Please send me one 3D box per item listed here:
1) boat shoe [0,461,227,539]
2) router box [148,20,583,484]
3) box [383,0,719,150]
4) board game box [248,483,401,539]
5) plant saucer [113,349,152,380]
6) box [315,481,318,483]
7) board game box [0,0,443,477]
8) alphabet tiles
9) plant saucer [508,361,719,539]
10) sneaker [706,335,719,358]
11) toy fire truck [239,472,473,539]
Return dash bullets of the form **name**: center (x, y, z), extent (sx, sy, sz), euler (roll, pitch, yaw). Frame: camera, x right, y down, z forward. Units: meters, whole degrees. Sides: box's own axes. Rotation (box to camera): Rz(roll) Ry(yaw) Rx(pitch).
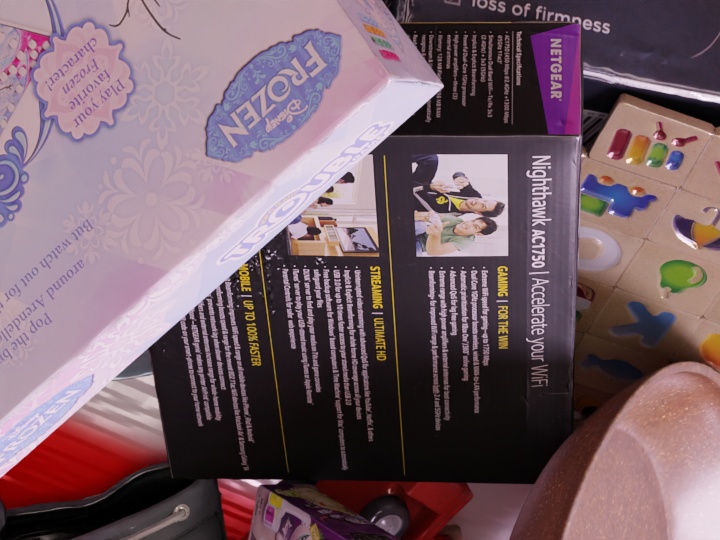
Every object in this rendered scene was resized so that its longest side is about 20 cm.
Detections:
- **boat shoe**: center (-0.147, 0.106, 1.042), extent (0.199, 0.073, 0.062), euler (-2, 113, -14)
- **router box**: center (0.000, 0.000, 0.915), extent (0.148, 0.051, 0.201), euler (1, 143, 4)
- **box**: center (0.107, -0.139, 0.950), extent (0.199, 0.124, 0.198), euler (10, 77, -9)
- **board game box**: center (-0.014, 0.188, 0.946), extent (0.032, 0.120, 0.201), euler (3, 103, -39)
- **plant saucer**: center (-0.102, -0.059, 1.024), extent (0.199, 0.039, 0.202), euler (-2, 105, -7)
- **box**: center (0.047, -0.010, 1.035), extent (0.199, 0.032, 0.122), euler (-24, 122, -8)
- **board game box**: center (-0.108, -0.070, 0.818), extent (0.200, 0.043, 0.200), euler (-40, 73, 19)
- **alphabet tiles**: center (0.106, 0.010, 0.960), extent (0.165, 0.006, 0.200), euler (18, 146, -5)
- **plant saucer**: center (0.090, 0.130, 0.957), extent (0.036, 0.200, 0.202), euler (8, 107, 30)
- **sneaker**: center (0.187, 0.009, 1.050), extent (0.112, 0.073, 0.200), euler (-51, 125, -2)
- **toy fire truck**: center (0.022, 0.119, 1.052), extent (0.200, 0.049, 0.141), euler (-46, 134, 9)
